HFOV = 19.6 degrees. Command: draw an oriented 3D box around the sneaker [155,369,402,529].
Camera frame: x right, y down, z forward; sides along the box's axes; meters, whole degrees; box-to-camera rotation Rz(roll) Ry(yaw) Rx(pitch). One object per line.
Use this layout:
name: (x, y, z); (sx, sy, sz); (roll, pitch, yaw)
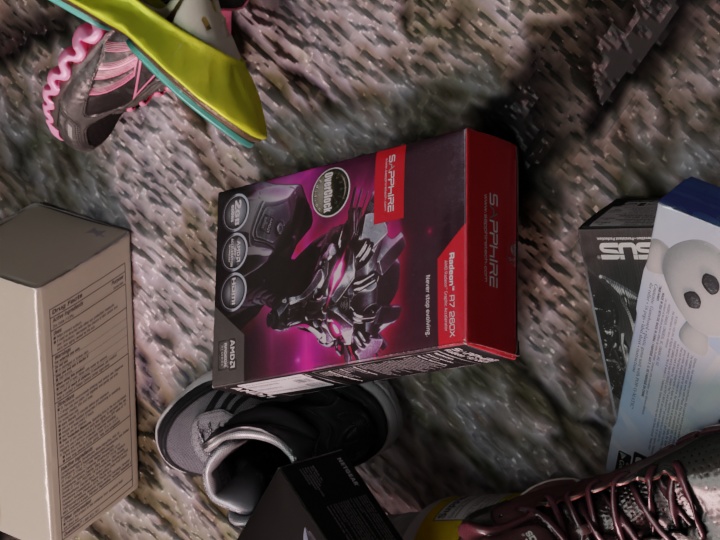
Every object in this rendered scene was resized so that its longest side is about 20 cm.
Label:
sneaker: (-0.077, 0.110, 1.307); (0.199, 0.114, 0.076); (-11, 104, 39)

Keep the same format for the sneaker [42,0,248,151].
sneaker: (-0.122, -0.131, 1.258); (0.095, 0.079, 0.200); (38, 131, 1)

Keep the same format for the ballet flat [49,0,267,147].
ballet flat: (-0.122, -0.151, 1.176); (0.199, 0.067, 0.067); (36, 99, -3)

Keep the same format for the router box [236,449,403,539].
router box: (-0.007, 0.232, 1.202); (0.201, 0.052, 0.158); (55, 135, 26)

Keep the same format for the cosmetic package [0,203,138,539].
cosmetic package: (-0.213, 0.071, 1.397); (0.087, 0.103, 0.202); (17, 120, 28)

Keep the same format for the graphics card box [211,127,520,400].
graphics card box: (0.000, 0.000, 1.203); (0.199, 0.051, 0.127); (-11, 71, 41)

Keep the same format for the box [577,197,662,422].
box: (0.223, 0.041, 1.095); (0.199, 0.048, 0.160); (1, 112, 36)

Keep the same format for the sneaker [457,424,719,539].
sneaker: (0.123, 0.134, 1.040); (0.199, 0.115, 0.076); (-24, 80, 43)

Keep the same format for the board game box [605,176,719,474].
board game box: (0.228, 0.079, 1.047); (0.198, 0.043, 0.201); (24, 125, 26)

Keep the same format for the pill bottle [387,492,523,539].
pill bottle: (0.091, 0.188, 1.221); (0.199, 0.114, 0.115); (-9, 106, 39)
